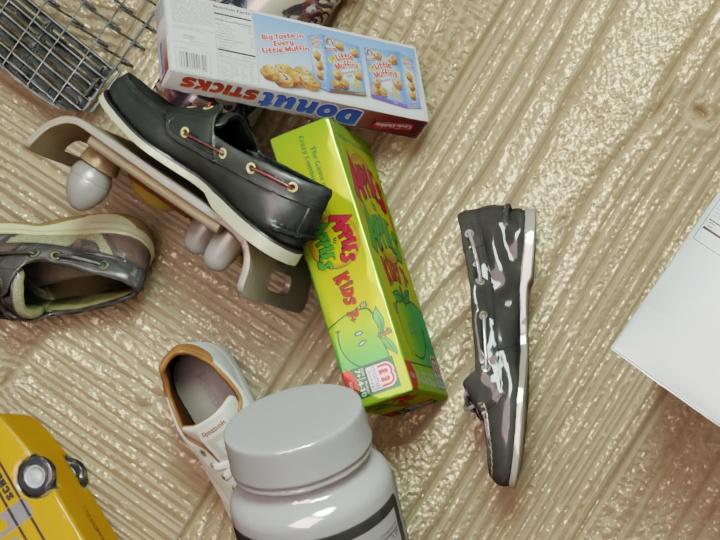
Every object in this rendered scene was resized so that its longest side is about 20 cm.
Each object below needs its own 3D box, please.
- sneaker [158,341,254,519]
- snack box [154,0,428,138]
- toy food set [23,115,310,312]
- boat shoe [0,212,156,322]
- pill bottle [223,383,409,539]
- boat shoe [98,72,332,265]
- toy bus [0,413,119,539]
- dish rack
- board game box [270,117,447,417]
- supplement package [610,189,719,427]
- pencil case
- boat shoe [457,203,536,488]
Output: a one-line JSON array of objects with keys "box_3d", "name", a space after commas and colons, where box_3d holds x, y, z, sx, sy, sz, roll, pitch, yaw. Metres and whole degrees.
[{"box_3d": [-0.086, 0.139, 1.404, 0.073, 0.085, 0.200, -38, 77, 7], "name": "sneaker"}, {"box_3d": [-0.047, -0.144, 1.379, 0.024, 0.199, 0.072, -52, 37, 46], "name": "snack box"}, {"box_3d": [-0.136, -0.035, 1.409, 0.200, 0.143, 0.061, 35, 94, 17], "name": "toy food set"}, {"box_3d": [-0.253, 0.005, 1.467, 0.199, 0.073, 0.065, -13, 40, 15], "name": "boat shoe"}, {"box_3d": [-0.024, 0.186, 1.322, 0.113, 0.114, 0.201, -8, 112, 15], "name": "pill bottle"}, {"box_3d": [-0.100, -0.083, 1.347, 0.201, 0.074, 0.063, 38, 103, 29], "name": "boat shoe"}, {"box_3d": [-0.227, 0.199, 1.448, 0.078, 0.065, 0.200, -36, 75, 10], "name": "toy bus"}, {"box_3d": [-0.202, -0.225, 1.500, 0.153, 0.055, 0.200, 40, 97, 19], "name": "dish rack"}, {"box_3d": [0.000, 0.000, 1.385, 0.047, 0.102, 0.201, -20, 78, 14], "name": "board game box"}, {"box_3d": [0.288, 0.016, 1.251, 0.147, 0.191, 0.200, 35, 93, 18], "name": "supplement package"}, {"box_3d": [-0.077, -0.167, 1.443, 0.200, 0.089, 0.078, -54, 44, 4], "name": "pencil case"}, {"box_3d": [0.091, 0.052, 1.370, 0.057, 0.067, 0.201, 3, 78, 6], "name": "boat shoe"}]
